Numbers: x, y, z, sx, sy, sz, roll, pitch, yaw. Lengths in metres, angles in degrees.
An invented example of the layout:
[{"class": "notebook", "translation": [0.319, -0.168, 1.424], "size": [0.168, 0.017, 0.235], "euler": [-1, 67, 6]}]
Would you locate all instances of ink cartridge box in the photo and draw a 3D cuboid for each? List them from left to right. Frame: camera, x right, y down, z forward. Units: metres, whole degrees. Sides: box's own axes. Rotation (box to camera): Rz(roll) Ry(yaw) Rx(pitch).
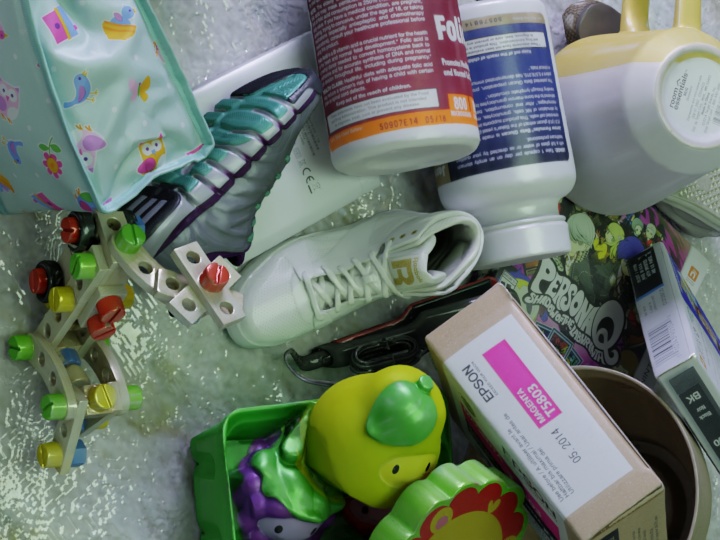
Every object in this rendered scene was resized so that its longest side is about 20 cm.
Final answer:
[{"class": "ink cartridge box", "translation": [0.138, 0.131, 1.489], "size": [0.075, 0.165, 0.200], "euler": [-34, 63, -6]}, {"class": "ink cartridge box", "translation": [0.289, 0.102, 1.654], "size": [0.043, 0.198, 0.200], "euler": [-31, 113, 14]}]

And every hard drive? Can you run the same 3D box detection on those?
[{"class": "hard drive", "translation": [-0.086, -0.082, 1.526], "size": [0.200, 0.027, 0.133], "euler": [-31, 104, -33]}]

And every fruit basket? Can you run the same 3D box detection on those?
[{"class": "fruit basket", "translation": [-0.005, 0.147, 1.463], "size": [0.215, 0.215, 0.157], "euler": [-5, 90, -35]}]

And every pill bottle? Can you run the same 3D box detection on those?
[{"class": "pill bottle", "translation": [0.020, -0.180, 1.526], "size": [0.114, 0.114, 0.201], "euler": [-4, 82, -35]}, {"class": "pill bottle", "translation": [0.109, -0.106, 1.603], "size": [0.111, 0.111, 0.201], "euler": [-7, 85, -35]}]

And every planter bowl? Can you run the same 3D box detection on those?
[{"class": "planter bowl", "translation": [0.195, 0.186, 1.624], "size": [0.135, 0.199, 0.201], "euler": [24, 71, -60]}]

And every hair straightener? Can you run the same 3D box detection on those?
[{"class": "hair straightener", "translation": [0.037, 0.050, 1.554], "size": [0.199, 0.077, 0.041], "euler": [-13, 109, -23]}]

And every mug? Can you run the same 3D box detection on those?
[{"class": "mug", "translation": [0.227, -0.143, 1.622], "size": [0.149, 0.153, 0.187], "euler": [-25, 94, -21]}]

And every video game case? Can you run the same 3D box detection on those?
[{"class": "video game case", "translation": [0.192, 0.011, 1.710], "size": [0.200, 0.036, 0.182], "euler": [40, 65, -26]}]

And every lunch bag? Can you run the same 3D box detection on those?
[{"class": "lunch bag", "translation": [-0.209, -0.146, 1.354], "size": [0.122, 0.170, 0.201], "euler": [-33, 108, -31]}]

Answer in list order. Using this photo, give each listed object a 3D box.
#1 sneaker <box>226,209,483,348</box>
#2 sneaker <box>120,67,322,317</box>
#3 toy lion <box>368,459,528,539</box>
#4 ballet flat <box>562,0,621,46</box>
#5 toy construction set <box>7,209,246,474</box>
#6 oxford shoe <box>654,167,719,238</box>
[{"class": "sneaker", "translation": [0.000, 0.000, 1.528], "size": [0.199, 0.115, 0.074], "euler": [-28, 105, -32]}, {"class": "sneaker", "translation": [-0.093, -0.059, 1.472], "size": [0.200, 0.074, 0.088], "euler": [-45, 125, -19]}, {"class": "toy lion", "translation": [0.057, 0.232, 1.462], "size": [0.192, 0.069, 0.200], "euler": [-53, 142, -3]}, {"class": "ballet flat", "translation": [0.242, -0.170, 1.757], "size": [0.200, 0.046, 0.068], "euler": [33, 81, -33]}, {"class": "toy construction set", "translation": [-0.168, 0.036, 1.374], "size": [0.092, 0.200, 0.132], "euler": [9, 51, -46]}, {"class": "oxford shoe", "translation": [0.258, -0.085, 1.751], "size": [0.199, 0.058, 0.076], "euler": [31, 64, -24]}]
